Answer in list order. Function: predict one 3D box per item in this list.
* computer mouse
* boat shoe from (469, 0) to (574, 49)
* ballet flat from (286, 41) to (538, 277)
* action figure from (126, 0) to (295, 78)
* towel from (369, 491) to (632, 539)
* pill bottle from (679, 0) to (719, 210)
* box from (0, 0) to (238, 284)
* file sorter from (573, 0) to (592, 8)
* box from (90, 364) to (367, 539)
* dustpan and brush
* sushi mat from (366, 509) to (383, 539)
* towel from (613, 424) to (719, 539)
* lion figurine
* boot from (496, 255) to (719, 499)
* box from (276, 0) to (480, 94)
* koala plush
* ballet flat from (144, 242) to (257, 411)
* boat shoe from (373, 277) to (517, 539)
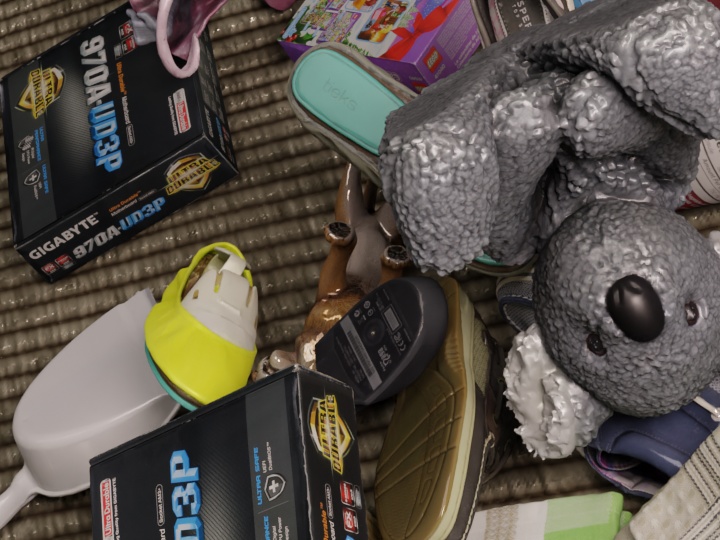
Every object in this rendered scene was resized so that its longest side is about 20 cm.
[{"bbox_3d":[-0.022,0.075,1.217,0.200,0.034,0.059,-42,51,22],"label":"computer mouse"},{"bbox_3d":[0.100,-0.089,1.184,0.067,0.057,0.200,-30,65,24],"label":"boat shoe"},{"bbox_3d":[0.040,-0.062,1.265,0.200,0.064,0.067,42,94,28],"label":"ballet flat"},{"bbox_3d":[-0.071,-0.231,1.532,0.200,0.134,0.149,-15,32,-16],"label":"action figure"},{"bbox_3d":[0.043,0.194,1.152,0.200,0.031,0.149,-11,50,27],"label":"towel"},{"bbox_3d":[0.188,-0.092,1.231,0.200,0.113,0.113,-10,48,30],"label":"pill bottle"},{"bbox_3d":[-0.174,-0.102,1.573,0.159,0.046,0.200,-29,41,13],"label":"box"},{"bbox_3d":[0.201,-0.242,1.352,0.200,0.123,0.139,-27,41,16],"label":"file sorter"},{"bbox_3d":[-0.067,0.169,1.153,0.159,0.046,0.200,-26,57,34],"label":"box"},{"bbox_3d":[-0.190,0.109,1.395,0.200,0.057,0.140,-33,29,-2],"label":"dustpan and brush"},{"bbox_3d":[-0.025,0.166,1.191,0.096,0.012,0.200,-44,42,-4],"label":"sushi mat"},{"bbox_3d":[0.196,0.134,0.997,0.200,0.034,0.193,-55,39,31],"label":"towel"},{"bbox_3d":[0.000,0.000,1.324,0.072,0.123,0.200,18,41,6],"label":"lion figurine"},{"bbox_3d":[0.128,0.057,1.170,0.200,0.073,0.090,20,62,46],"label":"boot"},{"bbox_3d":[0.050,-0.210,1.504,0.137,0.039,0.200,16,64,46],"label":"box"},{"bbox_3d":[0.119,-0.018,1.081,0.177,0.200,0.184,-27,11,3],"label":"koala plush"},{"bbox_3d":[-0.089,0.025,1.324,0.067,0.067,0.200,-57,10,10],"label":"ballet flat"},{"bbox_3d":[0.053,0.085,1.194,0.072,0.066,0.201,-42,26,29],"label":"boat shoe"}]
